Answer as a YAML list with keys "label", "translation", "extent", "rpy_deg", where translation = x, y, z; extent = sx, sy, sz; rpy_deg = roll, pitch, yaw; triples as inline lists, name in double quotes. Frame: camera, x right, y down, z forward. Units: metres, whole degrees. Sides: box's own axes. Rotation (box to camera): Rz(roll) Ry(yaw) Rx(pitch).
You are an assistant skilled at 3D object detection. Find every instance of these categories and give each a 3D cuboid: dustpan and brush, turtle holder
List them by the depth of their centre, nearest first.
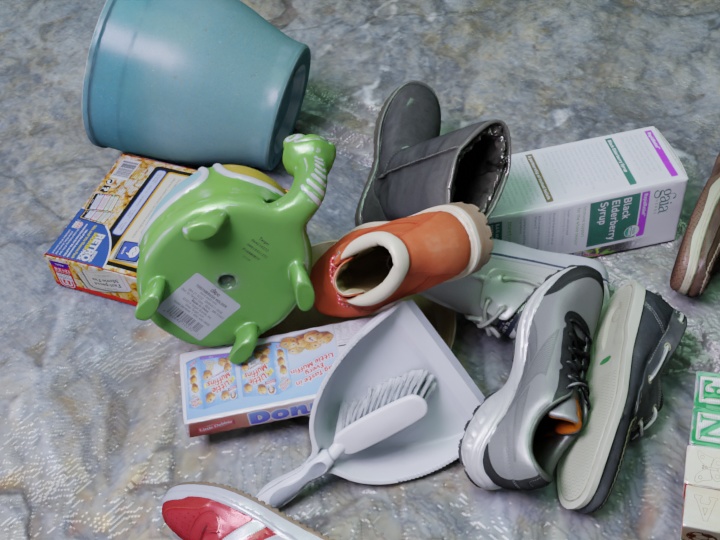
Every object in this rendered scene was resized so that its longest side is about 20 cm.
- label: "dustpan and brush"
  translation: [-0.008, 0.130, 0.756]
  extent: [0.199, 0.140, 0.057]
  rpy_deg: [-32, 22, 16]
- label: "turtle holder"
  translation: [-0.107, -0.033, 0.793]
  extent: [0.139, 0.187, 0.132]
  rpy_deg: [10, 33, -18]

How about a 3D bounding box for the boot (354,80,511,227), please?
- label: "boot"
  translation: [0.068, -0.109, 0.867]
  extent: [0.072, 0.200, 0.184]
  rpy_deg: [16, 78, -15]

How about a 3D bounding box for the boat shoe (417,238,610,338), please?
- label: "boat shoe"
  translation: [0.124, 0.023, 0.833]
  extent: [0.198, 0.071, 0.070]
  rpy_deg: [9, 56, -14]

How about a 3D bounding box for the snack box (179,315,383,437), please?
- label: "snack box"
  translation: [-0.050, 0.085, 0.806]
  extent: [0.198, 0.024, 0.072]
  rpy_deg: [-11, 50, -3]

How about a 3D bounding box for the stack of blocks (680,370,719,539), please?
- label: "stack of blocks"
  translation: [0.294, 0.105, 0.684]
  extent: [0.114, 0.059, 0.202]
  rpy_deg: [6, 59, 20]

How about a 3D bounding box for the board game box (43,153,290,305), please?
- label: "board game box"
  translation: [-0.181, -0.033, 0.944]
  extent: [0.198, 0.047, 0.152]
  rpy_deg: [14, 52, 18]

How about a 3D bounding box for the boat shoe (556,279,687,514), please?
- label: "boat shoe"
  translation: [0.211, 0.104, 0.767]
  extent: [0.067, 0.072, 0.201]
  rpy_deg: [32, 62, -10]

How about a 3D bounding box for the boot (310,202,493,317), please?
- label: "boot"
  translation: [0.000, 0.000, 0.771]
  extent: [0.107, 0.199, 0.076]
  rpy_deg: [-19, 87, -40]

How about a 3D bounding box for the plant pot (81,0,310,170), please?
- label: "plant pot"
  translation: [-0.157, -0.194, 1.000]
  extent: [0.186, 0.201, 0.201]
  rpy_deg: [19, 52, 2]

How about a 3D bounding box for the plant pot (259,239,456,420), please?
- label: "plant pot"
  translation: [-0.013, 0.053, 0.864]
  extent: [0.198, 0.028, 0.202]
  rpy_deg: [-3, 49, 4]

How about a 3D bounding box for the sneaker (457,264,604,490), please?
- label: "sneaker"
  translation: [0.155, 0.086, 0.760]
  extent: [0.079, 0.074, 0.201]
  rpy_deg: [1, 56, 50]

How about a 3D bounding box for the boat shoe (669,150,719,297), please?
- label: "boat shoe"
  translation: [0.345, -0.049, 0.882]
  extent: [0.074, 0.075, 0.203]
  rpy_deg: [22, 54, 19]

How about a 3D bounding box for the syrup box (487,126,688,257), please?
- label: "syrup box"
  translation: [0.195, -0.064, 0.907]
  extent: [0.198, 0.079, 0.082]
  rpy_deg: [-11, 47, -3]

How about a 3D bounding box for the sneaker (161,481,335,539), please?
- label: "sneaker"
  translation: [-0.078, 0.232, 0.684]
  extent: [0.198, 0.072, 0.113]
  rpy_deg: [19, 50, 19]
